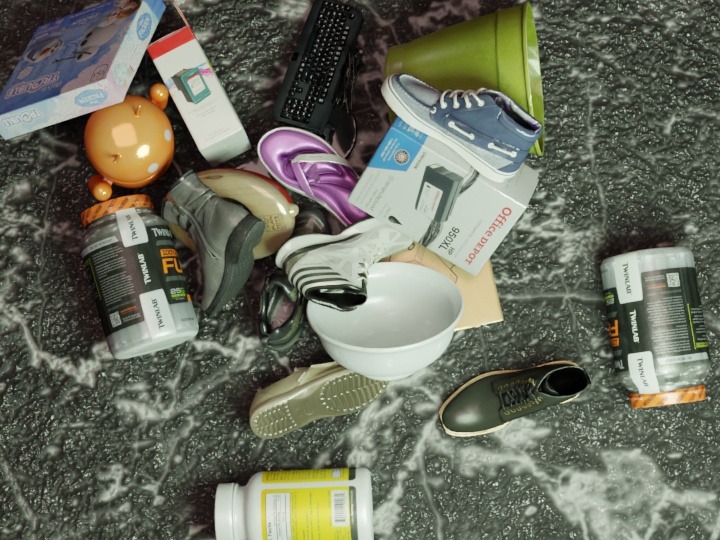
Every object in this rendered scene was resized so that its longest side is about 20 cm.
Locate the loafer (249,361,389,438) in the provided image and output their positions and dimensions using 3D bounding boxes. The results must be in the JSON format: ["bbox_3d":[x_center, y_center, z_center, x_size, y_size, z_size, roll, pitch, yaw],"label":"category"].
[{"bbox_3d":[-0.059,0.157,1.596,0.200,0.068,0.076,-17,125,-13],"label":"loafer"}]

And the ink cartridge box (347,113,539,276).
[{"bbox_3d":[0.107,-0.107,1.545,0.200,0.145,0.084,30,43,-3],"label":"ink cartridge box"}]

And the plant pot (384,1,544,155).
[{"bbox_3d":[0.136,-0.244,1.587,0.193,0.200,0.201,-4,83,13],"label":"plant pot"}]

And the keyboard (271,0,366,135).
[{"bbox_3d":[-0.045,-0.285,1.641,0.104,0.040,0.200,17,72,3],"label":"keyboard"}]

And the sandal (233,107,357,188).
[{"bbox_3d":[-0.088,-0.154,1.646,0.200,0.043,0.076,-33,84,-2],"label":"sandal"}]

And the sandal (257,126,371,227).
[{"bbox_3d":[-0.046,-0.125,1.607,0.203,0.050,0.082,35,89,-4],"label":"sandal"}]

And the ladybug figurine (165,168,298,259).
[{"bbox_3d":[-0.168,-0.081,1.602,0.200,0.072,0.136,2,125,25],"label":"ladybug figurine"}]

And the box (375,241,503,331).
[{"bbox_3d":[0.094,-0.011,1.635,0.163,0.021,0.200,-12,84,1],"label":"box"}]

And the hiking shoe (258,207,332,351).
[{"bbox_3d":[-0.086,0.010,1.599,0.076,0.101,0.200,15,84,3],"label":"hiking shoe"}]

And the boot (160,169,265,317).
[{"bbox_3d":[-0.204,-0.038,1.570,0.132,0.200,0.070,36,44,9],"label":"boot"}]

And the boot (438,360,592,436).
[{"bbox_3d":[0.199,0.160,1.554,0.200,0.138,0.078,-23,84,0],"label":"boot"}]

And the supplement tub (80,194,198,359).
[{"bbox_3d":[-0.299,0.008,1.596,0.122,0.123,0.200,-17,84,0],"label":"supplement tub"}]

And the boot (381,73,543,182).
[{"bbox_3d":[0.126,-0.199,1.466,0.200,0.090,0.073,34,43,1],"label":"boot"}]

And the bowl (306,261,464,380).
[{"bbox_3d":[0.034,0.079,1.548,0.201,0.201,0.090,-4,122,1],"label":"bowl"}]

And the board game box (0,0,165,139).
[{"bbox_3d":[-0.372,-0.275,1.578,0.200,0.043,0.199,-13,44,26],"label":"board game box"}]

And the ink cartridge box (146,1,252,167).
[{"bbox_3d":[-0.225,-0.250,1.625,0.067,0.116,0.200,-28,83,-2],"label":"ink cartridge box"}]

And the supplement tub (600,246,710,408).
[{"bbox_3d":[0.387,0.075,1.566,0.122,0.123,0.200,-7,83,1],"label":"supplement tub"}]

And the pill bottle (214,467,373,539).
[{"bbox_3d":[-0.085,0.316,1.559,0.200,0.112,0.113,-2,84,2],"label":"pill bottle"}]

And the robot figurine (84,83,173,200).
[{"bbox_3d":[-0.302,-0.166,1.573,0.144,0.200,0.117,-23,93,-8],"label":"robot figurine"}]

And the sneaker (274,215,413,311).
[{"bbox_3d":[0.000,0.000,1.550,0.200,0.076,0.115,-14,53,-28],"label":"sneaker"}]
